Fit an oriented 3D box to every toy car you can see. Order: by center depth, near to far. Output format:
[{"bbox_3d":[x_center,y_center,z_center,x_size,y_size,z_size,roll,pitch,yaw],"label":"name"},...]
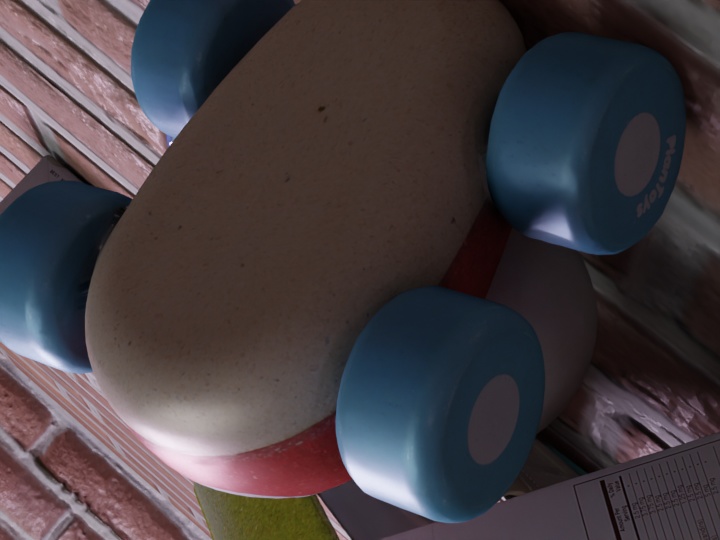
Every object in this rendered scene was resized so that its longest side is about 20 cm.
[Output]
[{"bbox_3d":[0.016,0.020,0.557,0.184,0.177,0.200,16,156,37],"label":"toy car"}]

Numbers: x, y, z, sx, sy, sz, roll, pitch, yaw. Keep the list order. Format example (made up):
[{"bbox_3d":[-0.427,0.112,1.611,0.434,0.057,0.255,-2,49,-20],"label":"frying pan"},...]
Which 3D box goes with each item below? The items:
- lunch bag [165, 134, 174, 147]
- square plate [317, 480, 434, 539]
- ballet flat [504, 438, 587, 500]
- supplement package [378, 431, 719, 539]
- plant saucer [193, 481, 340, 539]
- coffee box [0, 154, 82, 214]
[{"bbox_3d":[0.000,0.000,0.732,0.160,0.076,0.200,33,162,23],"label":"lunch bag"},{"bbox_3d":[0.006,0.089,0.882,0.200,0.028,0.198,53,-169,21],"label":"square plate"},{"bbox_3d":[0.069,0.099,0.848,0.200,0.064,0.067,44,165,-3],"label":"ballet flat"},{"bbox_3d":[0.121,0.167,0.556,0.191,0.199,0.147,62,-168,-50],"label":"supplement package"},{"bbox_3d":[-0.013,0.168,0.714,0.200,0.048,0.200,67,173,-26],"label":"plant saucer"},{"bbox_3d":[-0.218,0.004,1.287,0.113,0.080,0.200,40,165,8],"label":"coffee box"}]
